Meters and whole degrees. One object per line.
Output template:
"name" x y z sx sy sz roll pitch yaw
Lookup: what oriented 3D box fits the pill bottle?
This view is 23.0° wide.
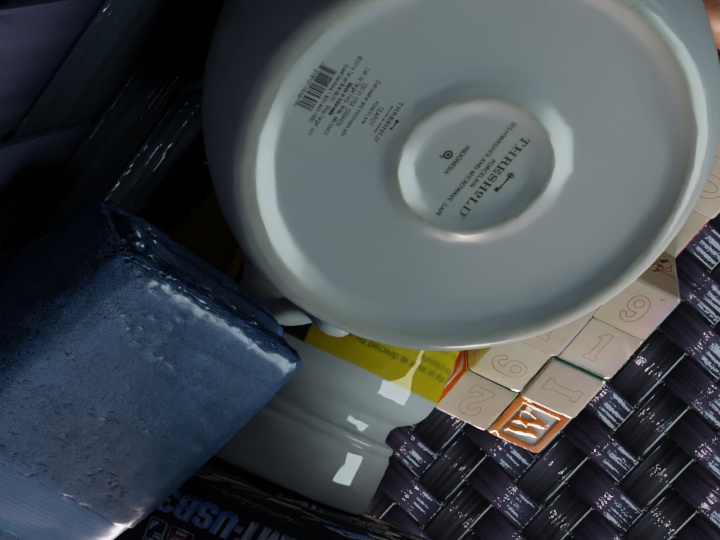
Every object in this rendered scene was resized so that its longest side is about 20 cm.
"pill bottle" 0.000 0.000 0.799 0.114 0.114 0.201 55 59 -83

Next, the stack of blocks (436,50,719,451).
"stack of blocks" 0.111 -0.025 0.824 0.200 0.058 0.115 -52 -159 34

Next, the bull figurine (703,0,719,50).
"bull figurine" 0.134 -0.144 0.713 0.065 0.200 0.122 -44 162 -11

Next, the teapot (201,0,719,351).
"teapot" 0.030 -0.076 0.657 0.199 0.198 0.146 -15 -142 3

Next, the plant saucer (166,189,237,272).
"plant saucer" -0.065 0.045 0.906 0.200 0.048 0.200 -45 156 -23

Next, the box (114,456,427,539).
"box" -0.032 0.120 0.765 0.200 0.198 0.050 26 85 -56

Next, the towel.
"towel" -0.125 0.063 0.651 0.200 0.112 0.049 -41 -141 15
